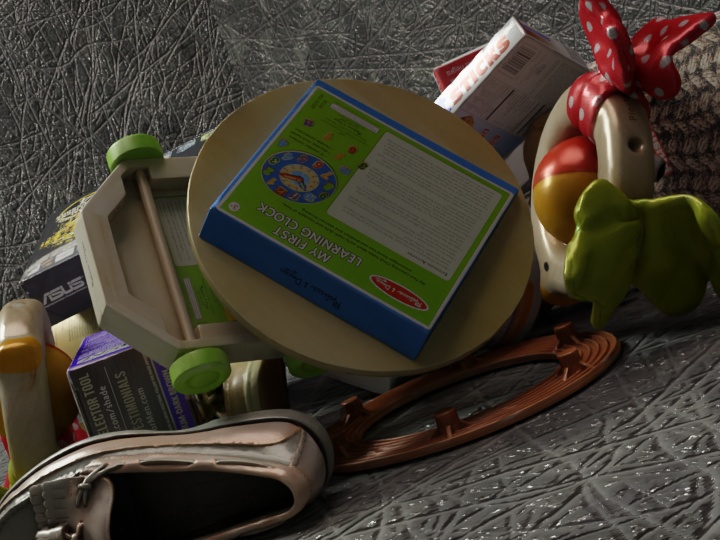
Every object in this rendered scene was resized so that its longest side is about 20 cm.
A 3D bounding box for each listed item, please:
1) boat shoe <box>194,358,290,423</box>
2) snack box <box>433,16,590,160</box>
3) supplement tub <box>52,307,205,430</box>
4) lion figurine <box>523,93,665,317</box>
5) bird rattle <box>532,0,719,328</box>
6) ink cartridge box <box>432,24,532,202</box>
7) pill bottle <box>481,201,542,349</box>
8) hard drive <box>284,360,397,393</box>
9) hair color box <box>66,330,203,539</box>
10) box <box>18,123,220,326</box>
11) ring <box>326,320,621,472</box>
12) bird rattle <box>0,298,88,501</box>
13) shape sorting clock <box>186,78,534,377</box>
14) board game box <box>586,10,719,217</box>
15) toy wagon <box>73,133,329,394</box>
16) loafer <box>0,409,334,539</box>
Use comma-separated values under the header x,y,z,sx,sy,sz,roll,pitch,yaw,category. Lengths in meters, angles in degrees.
x,y,z,sx,sy,sz,roll,pitch,yaw,category
-0.076,0.086,0.877,0.062,0.074,0.200,-7,-6,-3,boat shoe
0.065,-0.084,0.959,0.072,0.024,0.200,17,-53,-42,snack box
-0.182,0.066,1.129,0.199,0.145,0.144,-19,6,22,supplement tub
0.139,-0.047,0.964,0.122,0.201,0.072,22,33,27,lion figurine
0.136,-0.061,0.825,0.112,0.202,0.163,-4,-17,-20,bird rattle
0.133,-0.083,1.109,0.083,0.201,0.144,-24,5,5,ink cartridge box
0.011,-0.001,0.919,0.199,0.113,0.112,-1,-3,-24,pill bottle
0.000,0.000,1.033,0.131,0.026,0.200,17,42,17,hard drive
-0.132,0.091,0.873,0.064,0.110,0.200,-20,6,-6,hair color box
-0.157,-0.045,1.087,0.199,0.049,0.161,-26,23,8,box
0.058,0.071,0.832,0.199,0.019,0.200,-22,6,2,ring
-0.195,0.097,0.877,0.112,0.164,0.200,-3,15,0,bird rattle
0.001,-0.028,0.789,0.199,0.200,0.039,-24,-27,-30,shape sorting clock
0.253,-0.093,0.942,0.096,0.160,0.200,-24,5,-31,board game box
-0.059,-0.008,0.804,0.199,0.156,0.040,-5,-31,-28,toy wagon
-0.112,0.122,0.734,0.199,0.072,0.063,-17,13,12,loafer
